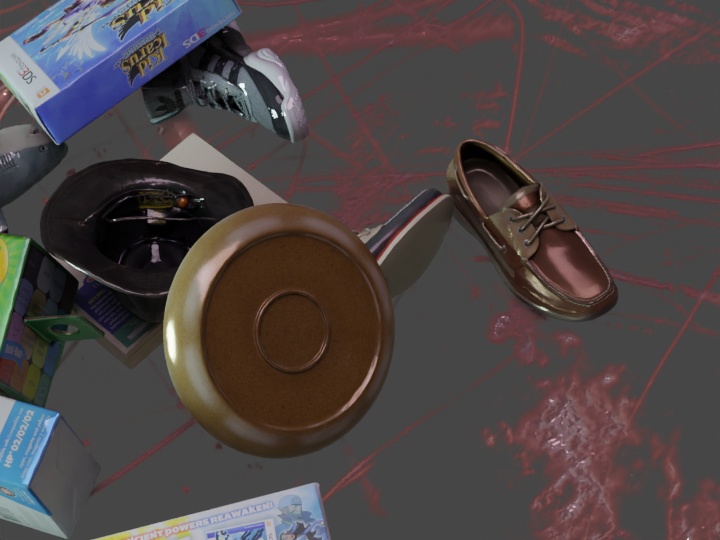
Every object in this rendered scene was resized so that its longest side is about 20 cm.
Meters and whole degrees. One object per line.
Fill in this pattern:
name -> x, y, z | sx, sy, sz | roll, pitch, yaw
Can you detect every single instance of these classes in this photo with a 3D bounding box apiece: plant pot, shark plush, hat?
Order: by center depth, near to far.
plant pot -> -0.057, 0.047, 1.654 | 0.200, 0.201, 0.027 | -41, 16, -21
hat -> -0.172, -0.011, 1.729 | 0.198, 0.082, 0.201 | 4, 32, -3
shark plush -> -0.334, -0.054, 1.833 | 0.083, 0.091, 0.201 | 32, 54, -7

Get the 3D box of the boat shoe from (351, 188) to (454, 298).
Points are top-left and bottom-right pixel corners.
boat shoe -> 0.000, 0.000, 1.744 | 0.062, 0.071, 0.200 | 31, 68, 30

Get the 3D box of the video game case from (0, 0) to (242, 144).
video game case -> -0.223, -0.211, 1.880 | 0.199, 0.046, 0.181 | -36, 32, -7

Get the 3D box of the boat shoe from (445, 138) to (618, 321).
boat shoe -> 0.136, -0.035, 1.744 | 0.076, 0.072, 0.200 | -36, 57, -17

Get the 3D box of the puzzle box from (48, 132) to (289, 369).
puzzle box -> -0.169, -0.020, 1.806 | 0.200, 0.026, 0.133 | -41, 60, -20

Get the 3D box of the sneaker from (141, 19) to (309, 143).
sneaker -> -0.132, -0.157, 1.874 | 0.113, 0.076, 0.200 | -31, 50, -14

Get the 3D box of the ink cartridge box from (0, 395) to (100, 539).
ink cartridge box -> -0.317, 0.136, 1.652 | 0.198, 0.115, 0.068 | 14, 66, 17

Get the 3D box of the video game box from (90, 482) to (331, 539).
video game box -> -0.106, 0.267, 1.575 | 0.198, 0.047, 0.183 | -14, 56, -2

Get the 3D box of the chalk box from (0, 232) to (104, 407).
chalk box -> -0.309, 0.041, 1.704 | 0.198, 0.124, 0.125 | 10, 75, 16
